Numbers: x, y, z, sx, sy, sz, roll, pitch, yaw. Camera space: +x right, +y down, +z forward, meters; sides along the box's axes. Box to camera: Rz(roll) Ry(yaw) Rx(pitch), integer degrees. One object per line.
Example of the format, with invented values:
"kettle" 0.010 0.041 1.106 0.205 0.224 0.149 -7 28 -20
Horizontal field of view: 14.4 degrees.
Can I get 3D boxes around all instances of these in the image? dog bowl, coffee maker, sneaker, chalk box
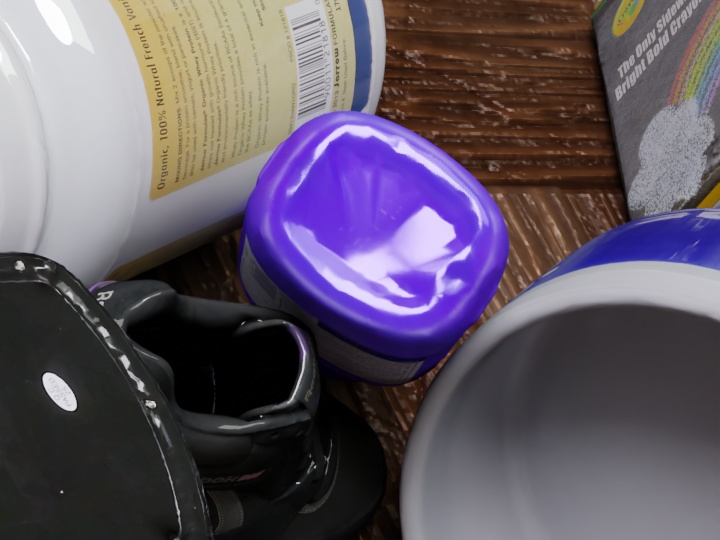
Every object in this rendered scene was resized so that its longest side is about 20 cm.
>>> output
"dog bowl" 0.118 0.083 0.959 0.200 0.200 0.079 44 37 6
"coffee maker" -0.167 0.091 0.721 0.192 0.200 0.135 18 41 -28
"sneaker" -0.037 0.052 0.918 0.200 0.087 0.076 20 59 -51
"chalk box" 0.189 -0.096 1.239 0.123 0.124 0.200 18 44 -24

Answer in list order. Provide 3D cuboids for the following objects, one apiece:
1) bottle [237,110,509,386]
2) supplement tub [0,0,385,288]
"bottle" 0.000 0.000 0.963 0.083 0.200 0.065 34 81 2
"supplement tub" -0.100 -0.066 0.972 0.144 0.144 0.200 49 39 12
